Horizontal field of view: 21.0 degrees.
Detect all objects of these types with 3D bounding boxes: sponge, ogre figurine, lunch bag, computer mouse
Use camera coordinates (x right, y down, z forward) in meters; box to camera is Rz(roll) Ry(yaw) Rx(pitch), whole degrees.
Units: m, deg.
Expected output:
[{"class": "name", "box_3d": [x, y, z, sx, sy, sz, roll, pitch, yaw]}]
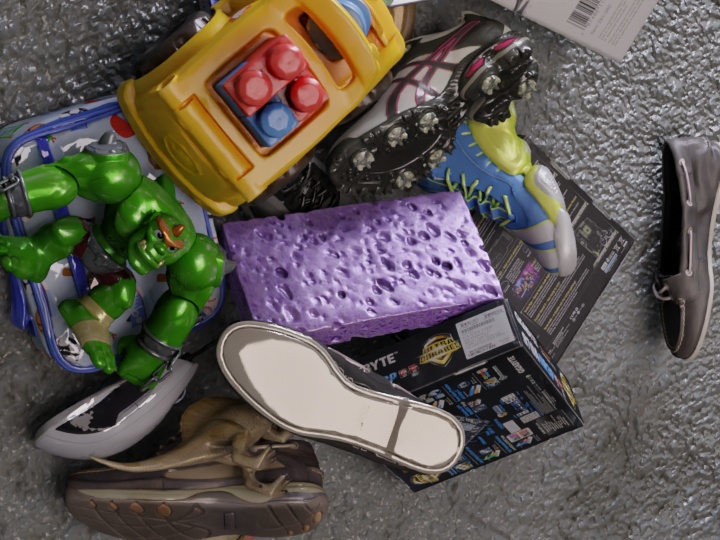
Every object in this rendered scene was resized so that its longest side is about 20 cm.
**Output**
[{"class": "sponge", "box_3d": [0.000, 0.000, 1.481, 0.199, 0.112, 0.030, -9, 144, -19]}, {"class": "ogre figurine", "box_3d": [-0.175, -0.015, 1.361, 0.120, 0.098, 0.200, -40, 99, 4]}, {"class": "lunch bag", "box_3d": [-0.191, -0.025, 1.441, 0.160, 0.076, 0.201, -21, 108, -25]}, {"class": "computer mouse", "box_3d": [-0.154, 0.097, 1.479, 0.200, 0.110, 0.044, -29, 82, -17]}]

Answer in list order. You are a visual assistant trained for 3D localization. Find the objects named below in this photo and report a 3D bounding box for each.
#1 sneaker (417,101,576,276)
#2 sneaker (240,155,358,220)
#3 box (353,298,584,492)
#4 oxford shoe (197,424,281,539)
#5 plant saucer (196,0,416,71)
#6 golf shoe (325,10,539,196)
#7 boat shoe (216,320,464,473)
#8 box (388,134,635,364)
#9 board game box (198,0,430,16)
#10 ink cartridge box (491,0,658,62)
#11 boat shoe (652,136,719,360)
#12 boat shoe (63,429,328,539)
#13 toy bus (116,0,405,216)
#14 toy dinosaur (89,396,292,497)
[{"class": "sneaker", "box_3d": [0.098, -0.067, 1.570, 0.105, 0.200, 0.076, -22, 152, -3]}, {"class": "sneaker", "box_3d": [-0.061, -0.068, 1.507, 0.200, 0.079, 0.074, 40, 78, -35]}, {"class": "box", "box_3d": [0.078, 0.104, 1.546, 0.159, 0.046, 0.200, -23, 152, 11]}, {"class": "oxford shoe", "box_3d": [-0.125, 0.192, 1.525, 0.075, 0.070, 0.200, 33, 80, -26]}, {"class": "plant saucer", "box_3d": [-0.032, -0.207, 1.524, 0.200, 0.035, 0.201, -6, 102, -31]}, {"class": "golf shoe", "box_3d": [0.046, -0.131, 1.535, 0.200, 0.088, 0.077, -33, 144, -18]}, {"class": "boat shoe", "box_3d": [-0.020, 0.095, 1.412, 0.200, 0.057, 0.067, 26, 84, -15]}, {"class": "box", "box_3d": [0.126, 0.008, 1.657, 0.160, 0.043, 0.200, 39, 79, -31]}, {"class": "board game box", "box_3d": [-0.037, -0.287, 1.459, 0.199, 0.041, 0.201, -13, 97, -15]}, {"class": "ink cartridge box", "box_3d": [0.160, -0.278, 1.576, 0.200, 0.084, 0.146, 21, 109, -32]}, {"class": "boat shoe", "box_3d": [0.285, -0.022, 1.743, 0.057, 0.067, 0.201, 8, 91, -16]}, {"class": "boat shoe", "box_3d": [-0.125, 0.162, 1.482, 0.199, 0.075, 0.074, 2, 55, -7]}, {"class": "toy bus", "box_3d": [-0.052, -0.141, 1.344, 0.200, 0.192, 0.136, -42, 101, -11]}, {"class": "toy dinosaur", "box_3d": [-0.099, 0.127, 1.443, 0.200, 0.101, 0.058, -33, 139, -39]}]
